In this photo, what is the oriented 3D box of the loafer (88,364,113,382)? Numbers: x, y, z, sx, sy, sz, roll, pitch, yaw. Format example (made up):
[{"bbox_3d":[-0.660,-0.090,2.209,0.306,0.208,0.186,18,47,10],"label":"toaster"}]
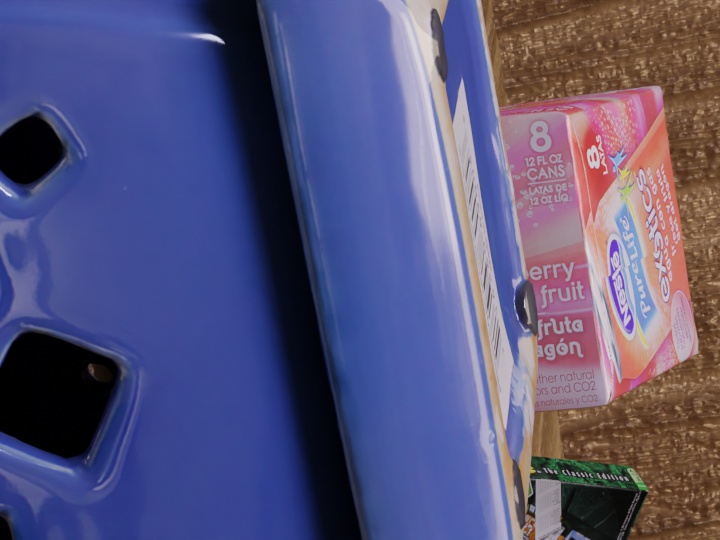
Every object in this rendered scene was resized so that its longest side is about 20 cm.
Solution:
[{"bbox_3d":[-0.072,0.067,0.828,0.073,0.071,0.201,46,38,-77],"label":"loafer"}]

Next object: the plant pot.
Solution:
[{"bbox_3d":[-0.054,-0.003,0.658,0.200,0.179,0.201,-75,156,-71],"label":"plant pot"}]

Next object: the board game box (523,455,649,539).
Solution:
[{"bbox_3d":[0.037,0.162,1.098,0.023,0.104,0.201,59,-44,52],"label":"board game box"}]

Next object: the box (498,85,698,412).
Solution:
[{"bbox_3d":[0.000,0.000,0.888,0.103,0.199,0.095,-19,102,-64],"label":"box"}]
